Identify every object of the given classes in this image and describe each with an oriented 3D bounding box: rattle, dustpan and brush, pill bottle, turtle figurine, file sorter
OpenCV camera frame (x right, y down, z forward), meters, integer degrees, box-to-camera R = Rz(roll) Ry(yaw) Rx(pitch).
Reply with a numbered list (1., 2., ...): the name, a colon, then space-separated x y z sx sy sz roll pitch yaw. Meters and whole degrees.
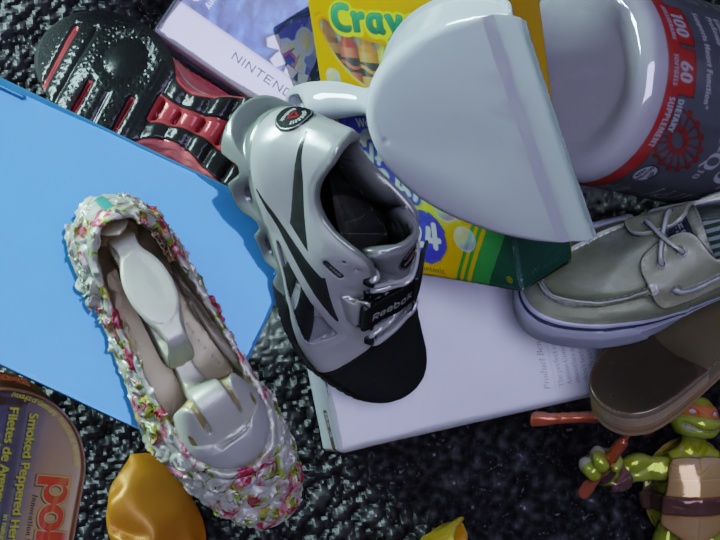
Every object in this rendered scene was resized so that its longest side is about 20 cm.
1. rattle: -0.079 0.176 1.398 0.129 0.200 0.144 5 87 -3
2. dustpan and brush: 0.031 -0.083 1.356 0.057 0.199 0.140 -49 128 -43
3. pill bottle: 0.188 -0.094 1.468 0.199 0.116 0.117 9 84 -41
4. turtle figurine: 0.183 0.141 1.512 0.199 0.064 0.162 2 94 -20
5. file sorter: -0.154 0.000 1.440 0.199 0.123 0.139 26 82 -7

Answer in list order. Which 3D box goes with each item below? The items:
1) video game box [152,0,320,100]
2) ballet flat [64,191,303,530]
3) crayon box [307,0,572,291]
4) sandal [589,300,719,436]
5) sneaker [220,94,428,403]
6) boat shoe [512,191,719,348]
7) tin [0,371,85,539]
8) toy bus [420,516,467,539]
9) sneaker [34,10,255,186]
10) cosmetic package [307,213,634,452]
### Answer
1. video game box: 0.005 -0.165 1.516 0.182 0.047 0.200 34 82 -8
2. ballet flat: -0.094 0.049 1.353 0.075 0.064 0.200 -33 92 -10
3. crayon box: 0.040 -0.096 1.408 0.051 0.125 0.201 -29 118 -43
4. sandal: 0.217 0.038 1.481 0.211 0.070 0.078 -33 53 -19
5. sneaker: 0.000 0.000 1.375 0.074 0.088 0.200 -49 130 -27
6. boat shoe: 0.179 -0.013 1.437 0.199 0.062 0.072 -16 59 -5
7. tin: -0.214 0.150 1.423 0.111 0.042 0.201 4 109 -25
8. toy bus: 0.028 0.263 1.459 0.191 0.136 0.201 -25 88 6
9. sneaker: -0.101 -0.076 1.482 0.200 0.087 0.074 29 77 18
10. cosmetic package: 0.068 0.036 1.499 0.199 0.074 0.102 -11 88 -8
